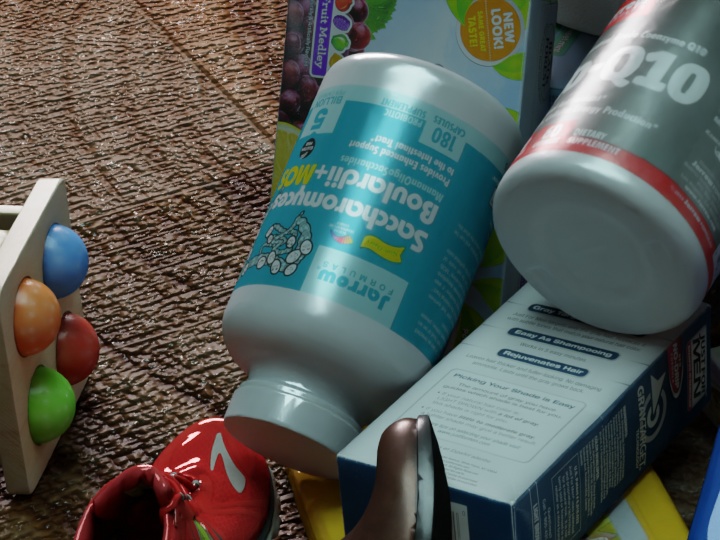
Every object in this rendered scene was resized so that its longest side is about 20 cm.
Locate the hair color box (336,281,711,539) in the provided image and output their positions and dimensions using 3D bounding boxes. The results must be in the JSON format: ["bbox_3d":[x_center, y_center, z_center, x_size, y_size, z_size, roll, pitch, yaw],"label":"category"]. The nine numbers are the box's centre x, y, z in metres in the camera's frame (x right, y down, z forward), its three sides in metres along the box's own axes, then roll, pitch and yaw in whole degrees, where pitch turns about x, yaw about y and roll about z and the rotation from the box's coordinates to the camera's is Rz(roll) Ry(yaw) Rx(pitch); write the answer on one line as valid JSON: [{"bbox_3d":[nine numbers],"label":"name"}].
[{"bbox_3d":[0.084,0.076,1.397,0.100,0.061,0.200,14,35,31],"label":"hair color box"}]

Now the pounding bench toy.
[{"bbox_3d":[-0.229,0.052,1.484,0.155,0.125,0.200,2,31,11],"label":"pounding bench toy"}]

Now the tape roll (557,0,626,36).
[{"bbox_3d":[0.187,-0.187,1.642,0.202,0.037,0.203,-3,29,2],"label":"tape roll"}]

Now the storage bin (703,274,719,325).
[{"bbox_3d":[0.178,-0.049,1.620,0.200,0.094,0.135,-27,37,-34],"label":"storage bin"}]

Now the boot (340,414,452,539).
[{"bbox_3d":[-0.064,0.146,1.281,0.199,0.189,0.068,7,-11,12],"label":"boot"}]

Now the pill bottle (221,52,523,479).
[{"bbox_3d":[0.000,0.000,1.436,0.110,0.111,0.201,12,69,27],"label":"pill bottle"}]

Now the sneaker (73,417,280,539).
[{"bbox_3d":[-0.093,0.123,1.379,0.077,0.085,0.200,6,33,17],"label":"sneaker"}]

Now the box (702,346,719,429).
[{"bbox_3d":[0.226,0.098,1.414,0.039,0.042,0.200,-13,32,-14],"label":"box"}]

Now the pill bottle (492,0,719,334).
[{"bbox_3d":[0.158,-0.075,1.427,0.114,0.114,0.200,13,51,29],"label":"pill bottle"}]

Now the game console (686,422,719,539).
[{"bbox_3d":[0.272,0.099,1.349,0.199,0.119,0.171,9,2,21],"label":"game console"}]

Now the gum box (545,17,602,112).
[{"bbox_3d":[0.180,-0.116,1.599,0.199,0.045,0.170,9,33,22],"label":"gum box"}]

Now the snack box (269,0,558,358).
[{"bbox_3d":[0.025,-0.055,1.550,0.142,0.201,0.053,7,7,21],"label":"snack box"}]

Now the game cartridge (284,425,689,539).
[{"bbox_3d":[0.061,0.117,1.418,0.176,0.033,0.200,-11,32,-9],"label":"game cartridge"}]
